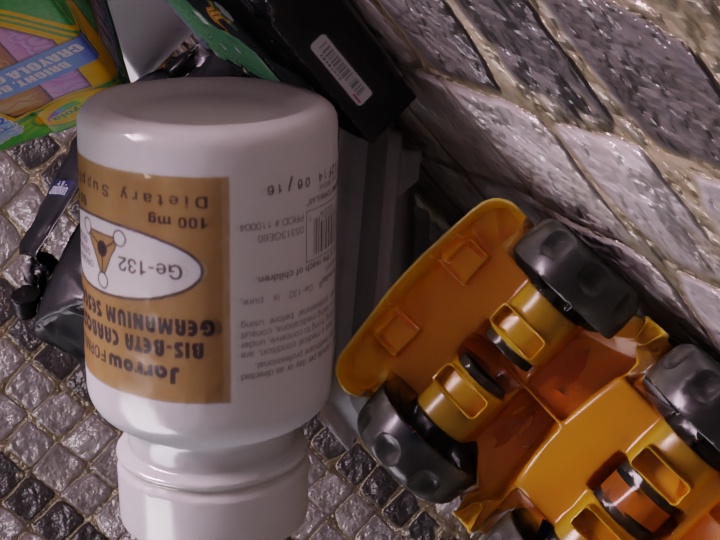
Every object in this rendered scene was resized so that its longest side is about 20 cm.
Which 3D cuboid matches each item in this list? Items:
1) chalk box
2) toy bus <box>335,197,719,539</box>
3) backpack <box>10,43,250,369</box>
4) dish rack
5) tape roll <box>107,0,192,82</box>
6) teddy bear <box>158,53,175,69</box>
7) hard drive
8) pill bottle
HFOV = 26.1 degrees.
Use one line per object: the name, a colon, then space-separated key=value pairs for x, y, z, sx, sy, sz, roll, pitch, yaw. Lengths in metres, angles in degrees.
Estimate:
chalk box: x=-0.183 y=-0.126 z=0.695 sx=0.200 sy=0.124 sz=0.124 roll=60 pitch=-169 yaw=-77
toy bus: x=0.109 y=0.073 z=0.740 sx=0.200 sy=0.136 sz=0.192 roll=45 pitch=-169 yaw=12
backpack: x=-0.085 y=-0.038 z=0.872 sx=0.167 sy=0.200 sz=0.127 roll=-12 pitch=134 yaw=30
dish rack: x=0.011 y=0.008 z=0.856 sx=0.044 sy=0.172 sz=0.200 roll=3 pitch=167 yaw=5
tape roll: x=-0.180 y=-0.206 z=0.927 sx=0.202 sy=0.071 sz=0.202 roll=43 pitch=175 yaw=5
teddy bear: x=-0.144 y=-0.121 z=1.207 sx=0.200 sy=0.067 sz=0.145 roll=50 pitch=-165 yaw=-77
hard drive: x=-0.066 y=-0.142 z=0.749 sx=0.140 sy=0.038 sz=0.200 roll=48 pitch=172 yaw=-32
pill bottle: x=-0.068 y=0.020 z=0.703 sx=0.114 sy=0.114 sz=0.200 roll=-145 pitch=52 yaw=-59
